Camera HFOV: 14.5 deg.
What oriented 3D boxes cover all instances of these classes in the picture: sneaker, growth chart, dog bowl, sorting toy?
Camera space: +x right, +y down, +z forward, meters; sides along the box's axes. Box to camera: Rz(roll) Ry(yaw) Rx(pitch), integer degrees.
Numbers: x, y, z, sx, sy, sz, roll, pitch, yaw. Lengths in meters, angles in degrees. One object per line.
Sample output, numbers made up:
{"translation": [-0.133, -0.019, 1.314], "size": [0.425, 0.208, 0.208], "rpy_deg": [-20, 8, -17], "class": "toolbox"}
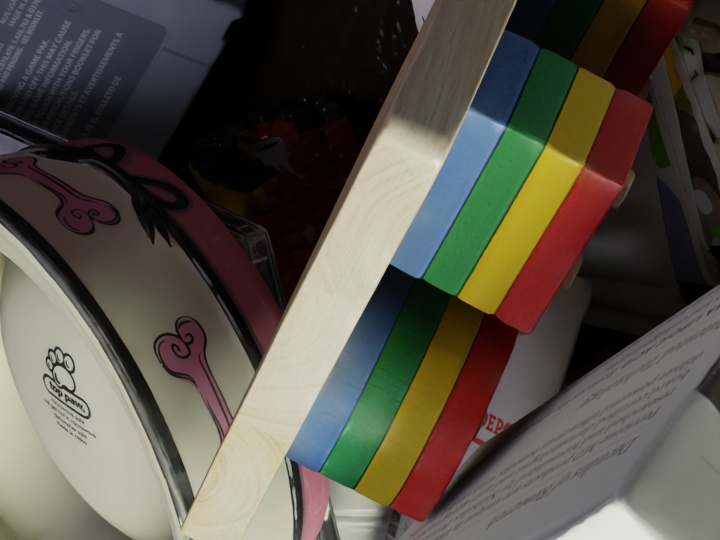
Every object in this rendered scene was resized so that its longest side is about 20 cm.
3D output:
{"translation": [0.000, 0.000, 1.031], "size": [0.200, 0.078, 0.082], "rpy_deg": [-127, 14, -65], "class": "sneaker"}
{"translation": [0.075, -0.053, 0.957], "size": [0.144, 0.018, 0.201], "rpy_deg": [18, 134, 33], "class": "growth chart"}
{"translation": [-0.089, 0.043, 0.981], "size": [0.200, 0.074, 0.201], "rpy_deg": [38, 143, 36], "class": "dog bowl"}
{"translation": [0.036, -0.030, 0.851], "size": [0.069, 0.200, 0.199], "rpy_deg": [26, 138, -2], "class": "sorting toy"}

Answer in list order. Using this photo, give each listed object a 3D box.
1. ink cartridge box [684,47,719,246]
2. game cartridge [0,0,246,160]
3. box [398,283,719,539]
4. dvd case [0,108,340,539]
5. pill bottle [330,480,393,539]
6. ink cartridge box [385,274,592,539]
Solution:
{"translation": [0.090, -0.123, 0.927], "size": [0.201, 0.047, 0.160], "rpy_deg": [58, 139, 13], "class": "ink cartridge box"}
{"translation": [-0.142, -0.066, 1.111], "size": [0.200, 0.133, 0.041], "rpy_deg": [-56, 31, 28], "class": "game cartridge"}
{"translation": [0.114, 0.125, 0.802], "size": [0.199, 0.131, 0.200], "rpy_deg": [46, 143, -4], "class": "box"}
{"translation": [-0.084, 0.024, 1.045], "size": [0.200, 0.016, 0.149], "rpy_deg": [25, 136, 47], "class": "dvd case"}
{"translation": [0.002, 0.160, 1.088], "size": [0.112, 0.112, 0.201], "rpy_deg": [7, 101, 45], "class": "pill bottle"}
{"translation": [0.058, 0.098, 0.977], "size": [0.116, 0.068, 0.201], "rpy_deg": [-155, 79, -69], "class": "ink cartridge box"}
